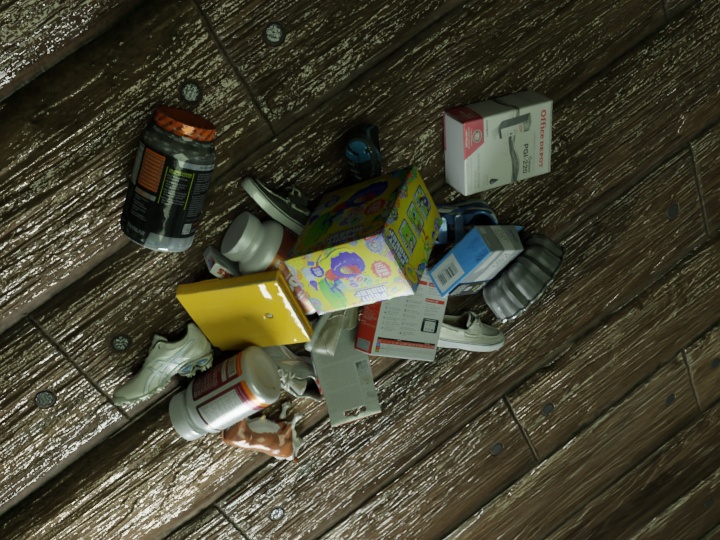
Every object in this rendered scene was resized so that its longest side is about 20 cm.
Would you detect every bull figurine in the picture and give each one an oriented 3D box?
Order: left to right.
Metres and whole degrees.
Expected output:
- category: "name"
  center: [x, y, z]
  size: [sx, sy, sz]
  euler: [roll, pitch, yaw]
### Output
- category: "bull figurine"
  center: [-0.185, 0.327, 1.440]
  size: [0.196, 0.065, 0.124]
  euler: [17, 103, -32]

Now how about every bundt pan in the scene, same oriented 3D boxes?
- category: "bundt pan"
  center: [0.323, 0.004, 1.442]
  size: [0.075, 0.202, 0.203]
  euler: [40, 95, -6]

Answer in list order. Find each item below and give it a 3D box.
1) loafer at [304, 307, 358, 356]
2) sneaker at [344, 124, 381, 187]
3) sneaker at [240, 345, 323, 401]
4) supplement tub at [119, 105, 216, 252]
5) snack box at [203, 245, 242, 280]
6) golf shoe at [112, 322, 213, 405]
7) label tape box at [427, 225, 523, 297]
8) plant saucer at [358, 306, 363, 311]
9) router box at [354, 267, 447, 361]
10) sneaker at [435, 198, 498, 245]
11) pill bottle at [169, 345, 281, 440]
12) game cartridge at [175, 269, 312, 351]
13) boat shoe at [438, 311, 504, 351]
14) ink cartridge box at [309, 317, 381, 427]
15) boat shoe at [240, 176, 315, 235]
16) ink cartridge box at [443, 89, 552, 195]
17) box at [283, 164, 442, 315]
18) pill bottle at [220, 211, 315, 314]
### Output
- category: "loafer"
  center: [-0.032, 0.073, 1.318]
  size: [0.068, 0.075, 0.203]
  euler: [30, 102, -3]
- category: "sneaker"
  center: [0.015, -0.163, 1.273]
  size: [0.071, 0.083, 0.204]
  euler: [14, 133, 14]
- category: "sneaker"
  center: [-0.144, 0.197, 1.375]
  size: [0.196, 0.092, 0.077]
  euler: [22, 107, -30]
- category: "supplement tub"
  center: [-0.300, -0.144, 1.115]
  size: [0.120, 0.123, 0.205]
  euler: [12, 110, -28]
- category: "snack box"
  center: [-0.196, 0.028, 1.278]
  size: [0.198, 0.072, 0.024]
  euler: [37, 98, -34]
- category: "golf shoe"
  center: [-0.368, 0.166, 1.283]
  size: [0.196, 0.078, 0.099]
  euler: [-28, 106, -15]
- category: "label tape box"
  center: [0.244, -0.019, 1.391]
  size: [0.197, 0.067, 0.143]
  euler: [-2, 144, -49]
- category: "plant saucer"
  center: [0.000, 0.000, 1.376]
  size: [0.195, 0.037, 0.206]
  euler: [-11, 120, -19]
- category: "router box"
  center: [0.088, 0.078, 1.385]
  size: [0.197, 0.048, 0.185]
  euler: [13, 90, -45]
- category: "sneaker"
  center: [0.181, -0.088, 1.386]
  size: [0.195, 0.083, 0.076]
  euler: [-17, 123, -14]
- category: "pill bottle"
  center: [-0.252, 0.230, 1.305]
  size: [0.197, 0.111, 0.110]
  euler: [-29, 126, 19]
- category: "game cartridge"
  center: [-0.202, 0.075, 1.254]
  size: [0.194, 0.033, 0.178]
  euler: [-6, 138, 17]
- category: "boat shoe"
  center: [0.233, 0.125, 1.528]
  size: [0.194, 0.071, 0.072]
  euler: [7, 115, -20]
- category: "ink cartridge box"
  center: [-0.035, 0.190, 1.368]
  size: [0.106, 0.050, 0.206]
  euler: [-13, 77, -11]
- category: "boat shoe"
  center: [-0.126, -0.117, 1.244]
  size: [0.064, 0.071, 0.199]
  euler: [-49, 132, 7]
- category: "ink cartridge box"
  center: [0.263, -0.244, 1.344]
  size: [0.195, 0.085, 0.149]
  euler: [-17, 121, -18]
- category: "box"
  center: [0.010, -0.049, 1.179]
  size: [0.196, 0.195, 0.123]
  euler: [-14, 123, 33]
- category: "pill bottle"
  center: [-0.144, -0.015, 1.252]
  size: [0.198, 0.112, 0.113]
  euler: [34, 99, -29]
